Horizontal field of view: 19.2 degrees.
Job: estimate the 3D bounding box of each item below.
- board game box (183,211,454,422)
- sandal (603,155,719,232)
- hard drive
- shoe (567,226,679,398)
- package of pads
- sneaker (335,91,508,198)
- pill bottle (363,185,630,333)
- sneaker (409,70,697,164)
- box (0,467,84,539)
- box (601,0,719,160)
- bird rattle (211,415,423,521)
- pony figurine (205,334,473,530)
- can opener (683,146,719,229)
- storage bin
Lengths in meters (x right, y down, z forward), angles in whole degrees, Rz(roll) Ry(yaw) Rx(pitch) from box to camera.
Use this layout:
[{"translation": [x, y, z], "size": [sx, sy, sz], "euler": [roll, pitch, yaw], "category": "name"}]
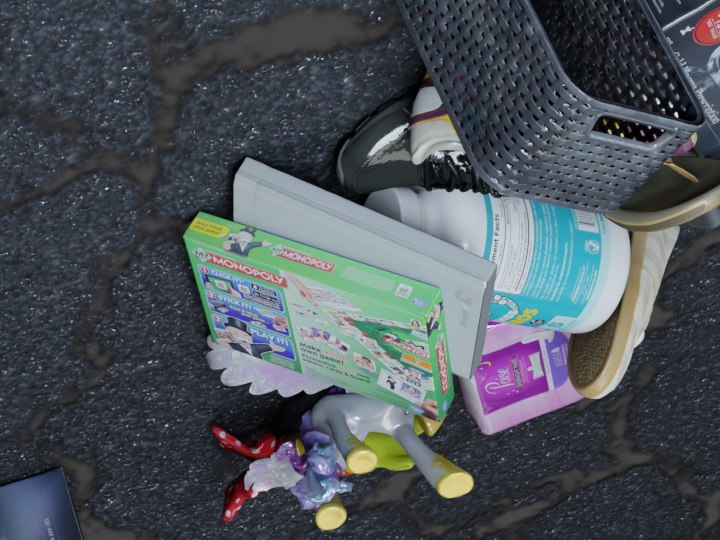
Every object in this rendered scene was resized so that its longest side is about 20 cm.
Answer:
[{"translation": [-0.029, 0.035, 1.578], "size": [0.029, 0.199, 0.135], "euler": [-58, 156, -32], "category": "board game box"}, {"translation": [0.195, -0.079, 1.561], "size": [0.080, 0.200, 0.054], "euler": [-39, 124, -19], "category": "sandal"}, {"translation": [0.000, 0.000, 1.557], "size": [0.026, 0.199, 0.132], "euler": [-58, 165, -31], "category": "hard drive"}, {"translation": [0.216, 0.023, 1.700], "size": [0.053, 0.201, 0.070], "euler": [33, 143, -19], "category": "shoe"}, {"translation": [0.134, 0.057, 1.812], "size": [0.120, 0.076, 0.200], "euler": [-23, 149, -2], "category": "package of pads"}, {"translation": [0.080, -0.092, 1.548], "size": [0.198, 0.080, 0.076], "euler": [-19, 149, -4], "category": "sneaker"}, {"translation": [0.099, -0.017, 1.630], "size": [0.199, 0.111, 0.111], "euler": [9, 138, -27], "category": "pill bottle"}, {"translation": [0.133, -0.091, 1.488], "size": [0.198, 0.091, 0.075], "euler": [13, 167, 12], "category": "sneaker"}, {"translation": [-0.311, 0.301, 1.774], "size": [0.197, 0.201, 0.124], "euler": [-17, 149, -9], "category": "box"}, {"translation": [0.276, -0.195, 1.493], "size": [0.181, 0.105, 0.200], "euler": [-32, 148, 13], "category": "box"}, {"translation": [-0.026, 0.156, 1.844], "size": [0.199, 0.113, 0.163], "euler": [-31, 164, 20], "category": "bird rattle"}, {"translation": [-0.013, 0.117, 1.678], "size": [0.191, 0.200, 0.168], "euler": [-15, 121, 0], "category": "pony figurine"}, {"translation": [0.246, -0.095, 1.691], "size": [0.066, 0.053, 0.200], "euler": [3, 158, 28], "category": "can opener"}, {"translation": [0.116, -0.146, 1.368], "size": [0.135, 0.201, 0.094], "euler": [9, 136, -41], "category": "storage bin"}]
